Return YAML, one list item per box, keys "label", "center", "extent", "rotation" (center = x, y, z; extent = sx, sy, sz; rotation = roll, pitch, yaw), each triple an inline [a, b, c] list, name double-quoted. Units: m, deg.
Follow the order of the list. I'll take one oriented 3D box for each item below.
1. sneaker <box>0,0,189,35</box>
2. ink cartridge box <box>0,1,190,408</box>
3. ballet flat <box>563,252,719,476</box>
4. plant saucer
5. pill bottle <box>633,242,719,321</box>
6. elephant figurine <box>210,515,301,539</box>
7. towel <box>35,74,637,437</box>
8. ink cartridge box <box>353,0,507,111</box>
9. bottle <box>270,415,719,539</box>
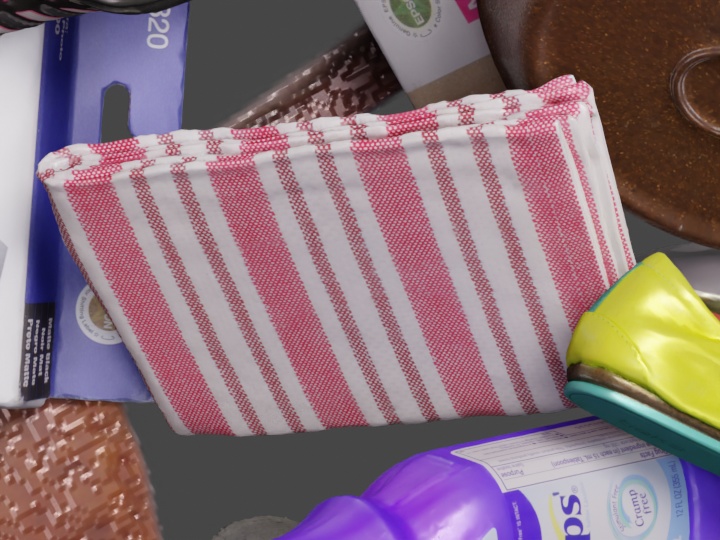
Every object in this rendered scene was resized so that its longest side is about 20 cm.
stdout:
- label: "sneaker"
  center: [-0.114, -0.118, 0.906]
  extent: [0.200, 0.087, 0.074]
  rotation: [-11, 93, -9]
- label: "ink cartridge box"
  center: [-0.163, -0.050, 0.963]
  extent: [0.200, 0.041, 0.200]
  rotation: [3, 92, -11]
- label: "ballet flat"
  center: [0.163, 0.061, 0.904]
  extent: [0.200, 0.067, 0.067]
  rotation: [33, 75, -12]
- label: "plant saucer"
  center: [0.127, -0.068, 0.865]
  extent: [0.200, 0.200, 0.037]
  rotation: [34, 50, -10]
- label: "pill bottle"
  center: [0.162, 0.087, 0.994]
  extent: [0.112, 0.112, 0.200]
  rotation: [-8, 94, -10]
- label: "elephant figurine"
  center: [-0.018, 0.152, 0.968]
  extent: [0.200, 0.141, 0.155]
  rotation: [-41, 142, -15]
- label: "towel"
  center: [0.000, 0.000, 0.931]
  extent: [0.200, 0.030, 0.146]
  rotation: [-5, 134, 17]
- label: "ink cartridge box"
  center: [0.053, -0.164, 0.933]
  extent: [0.075, 0.165, 0.200]
  rotation: [-38, 101, -46]
- label: "bottle"
  center: [0.038, 0.102, 0.900]
  extent: [0.200, 0.065, 0.084]
  rotation: [-8, 104, -37]
